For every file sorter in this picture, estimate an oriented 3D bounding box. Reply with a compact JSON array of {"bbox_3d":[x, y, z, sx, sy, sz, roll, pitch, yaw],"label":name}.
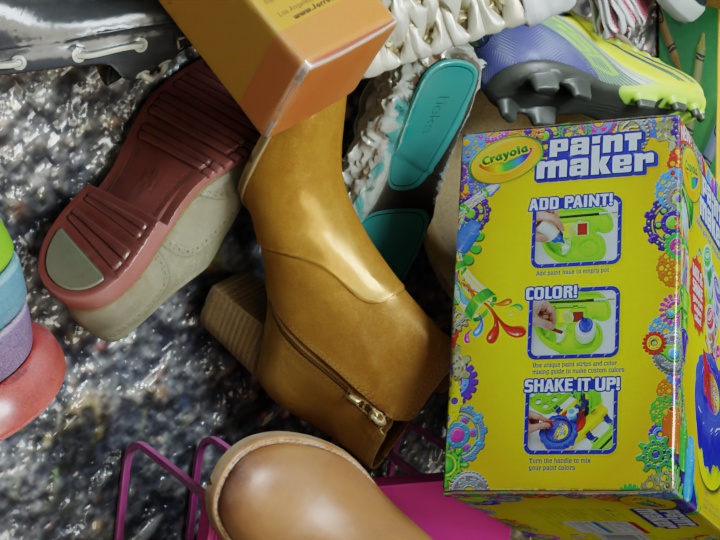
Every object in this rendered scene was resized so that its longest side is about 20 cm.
[{"bbox_3d":[-0.032,0.167,0.933,0.199,0.125,0.140,0,105,-33],"label":"file sorter"}]

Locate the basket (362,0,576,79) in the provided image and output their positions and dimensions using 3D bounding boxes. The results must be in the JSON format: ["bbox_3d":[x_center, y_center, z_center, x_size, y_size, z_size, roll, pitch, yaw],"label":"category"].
[{"bbox_3d":[0.009,-0.213,0.828,0.123,0.136,0.201,-26,117,-5],"label":"basket"}]

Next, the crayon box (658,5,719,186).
[{"bbox_3d":[0.262,-0.113,1.085,0.118,0.058,0.202,-15,112,-30],"label":"crayon box"}]

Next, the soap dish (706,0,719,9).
[{"bbox_3d":[0.268,-0.241,0.991,0.156,0.081,0.202,7,69,-30],"label":"soap dish"}]

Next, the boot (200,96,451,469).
[{"bbox_3d":[-0.001,0.001,0.859,0.071,0.144,0.202,-35,155,-51],"label":"boot"}]

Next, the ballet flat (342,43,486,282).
[{"bbox_3d":[0.012,-0.055,0.926,0.071,0.072,0.201,6,121,-35],"label":"ballet flat"}]

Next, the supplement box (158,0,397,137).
[{"bbox_3d":[-0.073,-0.166,0.770,0.069,0.067,0.200,-34,81,-33],"label":"supplement box"}]

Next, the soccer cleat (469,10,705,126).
[{"bbox_3d":[0.140,-0.123,0.956,0.199,0.065,0.084,6,61,-45],"label":"soccer cleat"}]

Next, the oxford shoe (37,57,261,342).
[{"bbox_3d":[-0.093,-0.047,0.878,0.200,0.070,0.075,-47,152,-16],"label":"oxford shoe"}]

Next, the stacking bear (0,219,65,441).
[{"bbox_3d":[-0.225,-0.017,0.764,0.121,0.114,0.201,-28,113,-24],"label":"stacking bear"}]

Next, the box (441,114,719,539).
[{"bbox_3d":[0.137,0.044,0.883,0.200,0.121,0.194,36,54,-61],"label":"box"}]

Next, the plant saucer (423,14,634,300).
[{"bbox_3d":[0.109,-0.062,1.013,0.199,0.035,0.202,-10,109,-32],"label":"plant saucer"}]

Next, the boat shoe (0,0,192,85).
[{"bbox_3d":[-0.129,-0.123,0.813,0.199,0.074,0.061,-4,106,-30],"label":"boat shoe"}]

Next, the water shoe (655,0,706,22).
[{"bbox_3d":[0.187,-0.240,0.904,0.071,0.078,0.202,22,61,-53],"label":"water shoe"}]

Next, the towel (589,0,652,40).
[{"bbox_3d":[0.136,-0.247,0.928,0.147,0.030,0.201,55,38,-33],"label":"towel"}]

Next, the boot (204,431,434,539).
[{"bbox_3d":[0.023,0.163,0.793,0.077,0.155,0.200,-49,124,-9],"label":"boot"}]
